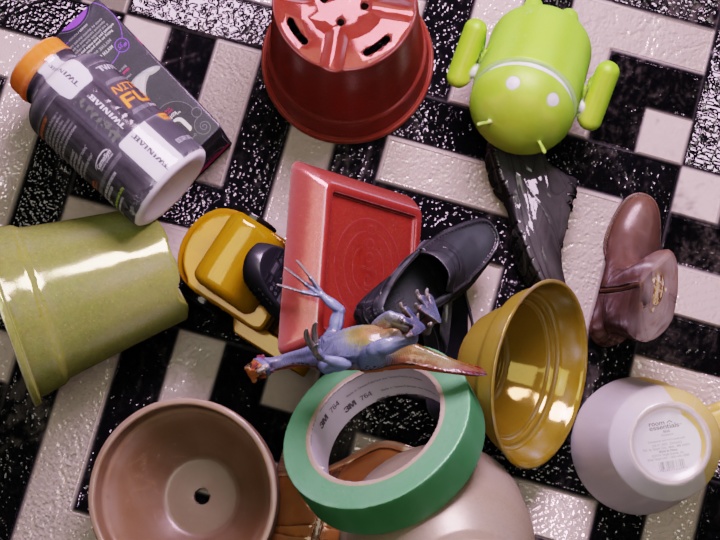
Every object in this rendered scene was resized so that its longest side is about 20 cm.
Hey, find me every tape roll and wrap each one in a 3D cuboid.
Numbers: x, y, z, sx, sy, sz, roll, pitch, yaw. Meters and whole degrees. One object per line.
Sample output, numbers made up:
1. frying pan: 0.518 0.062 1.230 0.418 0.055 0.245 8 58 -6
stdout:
1. tape roll: 0.022 0.164 1.250 0.200 0.048 0.201 -17 41 16

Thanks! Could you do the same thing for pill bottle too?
1. pill bottle: -0.263 -0.148 1.284 0.200 0.106 0.106 42 84 5

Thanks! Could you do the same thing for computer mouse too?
1. computer mouse: -0.065 0.047 1.308 0.034 0.200 0.059 -4 43 38

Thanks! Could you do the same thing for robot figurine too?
1. robot figurine: 0.185 -0.208 1.369 0.175 0.116 0.200 20 52 2

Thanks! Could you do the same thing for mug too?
1. mug: 0.316 0.167 1.317 0.149 0.153 0.187 36 83 6

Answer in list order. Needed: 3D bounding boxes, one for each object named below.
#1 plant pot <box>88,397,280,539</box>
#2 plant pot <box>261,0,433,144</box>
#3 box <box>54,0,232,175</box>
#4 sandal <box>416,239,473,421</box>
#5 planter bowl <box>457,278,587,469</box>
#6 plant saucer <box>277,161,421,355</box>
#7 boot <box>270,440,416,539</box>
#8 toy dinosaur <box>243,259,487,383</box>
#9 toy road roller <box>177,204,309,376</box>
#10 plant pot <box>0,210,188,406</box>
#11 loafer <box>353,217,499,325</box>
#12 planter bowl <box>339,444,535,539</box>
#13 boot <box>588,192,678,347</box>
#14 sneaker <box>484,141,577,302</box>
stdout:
1. plant pot: -0.178 0.238 1.335 0.200 0.093 0.202 -1 80 7
2. plant pot: -0.016 -0.258 1.359 0.200 0.195 0.202 0 81 1
3. box: -0.256 -0.178 1.393 0.122 0.106 0.200 -43 84 -3
4. sandal: 0.100 0.064 1.373 0.076 0.043 0.201 -7 89 -43
5. planter bowl: 0.159 0.104 1.340 0.083 0.200 0.201 8 80 37
6. plant saucer: 0.000 0.000 1.332 0.037 0.200 0.200 -3 79 40
7. boot: 0.002 0.255 1.323 0.199 0.074 0.155 5 78 14
8. toy dinosaur: -0.013 0.085 1.208 0.181 0.105 0.200 -33 104 28
9. toy road roller: -0.102 0.014 1.345 0.200 0.146 0.123 32 84 5
10. plant pot: -0.288 0.019 1.336 0.184 0.200 0.201 -19 82 -13
11. loafer: 0.079 0.005 1.306 0.200 0.070 0.068 -36 88 -30
12. planter bowl: 0.090 0.290 1.246 0.199 0.135 0.201 -4 107 -12
13. boot: 0.297 -0.009 1.318 0.064 0.200 0.187 13 82 2
14. sneaker: 0.204 -0.063 1.393 0.090 0.076 0.201 -14 84 -7
